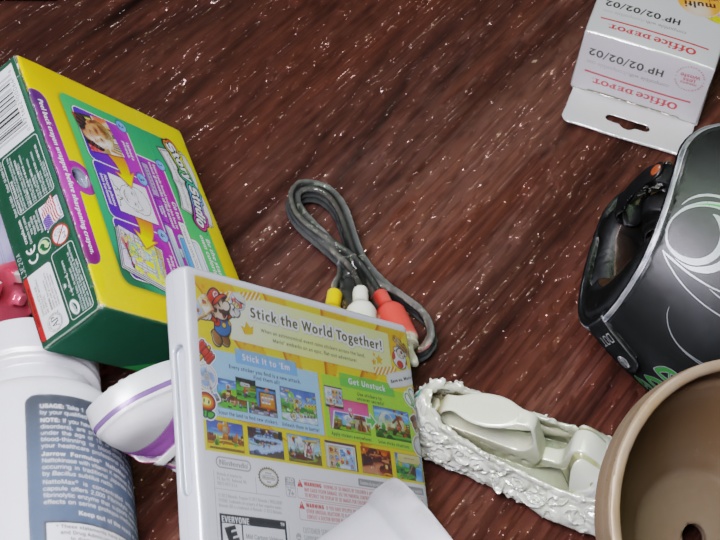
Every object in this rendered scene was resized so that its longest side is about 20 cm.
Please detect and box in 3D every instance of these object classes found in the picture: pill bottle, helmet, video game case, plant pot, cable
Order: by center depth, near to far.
[{"bbox_3d":[-0.033,0.104,0.861,0.199,0.023,0.183,17,59,-44],"label":"video game case"},{"bbox_3d":[-0.197,0.134,0.862,0.119,0.120,0.201,-5,51,-10],"label":"pill bottle"},{"bbox_3d":[0.226,0.162,0.879,0.199,0.093,0.203,5,73,-16],"label":"plant pot"},{"bbox_3d":[0.265,0.007,0.972,0.190,0.200,0.201,24,50,-6],"label":"helmet"},{"bbox_3d":[0.000,0.000,1.036,0.096,0.051,0.201,-4,52,-11],"label":"cable"}]

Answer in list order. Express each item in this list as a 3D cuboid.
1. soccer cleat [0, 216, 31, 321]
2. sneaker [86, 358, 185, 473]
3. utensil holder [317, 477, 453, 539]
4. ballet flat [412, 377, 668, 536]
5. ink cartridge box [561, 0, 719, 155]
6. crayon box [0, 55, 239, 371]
[{"bbox_3d":[-0.255,-0.007,1.012,0.076,0.067,0.200,20,49,23],"label":"soccer cleat"},{"bbox_3d":[-0.072,0.119,0.863,0.200,0.073,0.115,15,41,-51],"label":"sneaker"},{"bbox_3d":[-0.014,0.236,0.742,0.199,0.170,0.170,-34,60,-8],"label":"utensil holder"},{"bbox_3d":[0.121,0.123,0.940,0.199,0.072,0.072,18,51,8],"label":"ballet flat"},{"bbox_3d":[0.254,-0.200,1.217,0.114,0.068,0.201,18,51,9],"label":"ink cartridge box"},{"bbox_3d":[-0.163,-0.028,0.956,0.058,0.172,0.201,-34,61,20],"label":"crayon box"}]
